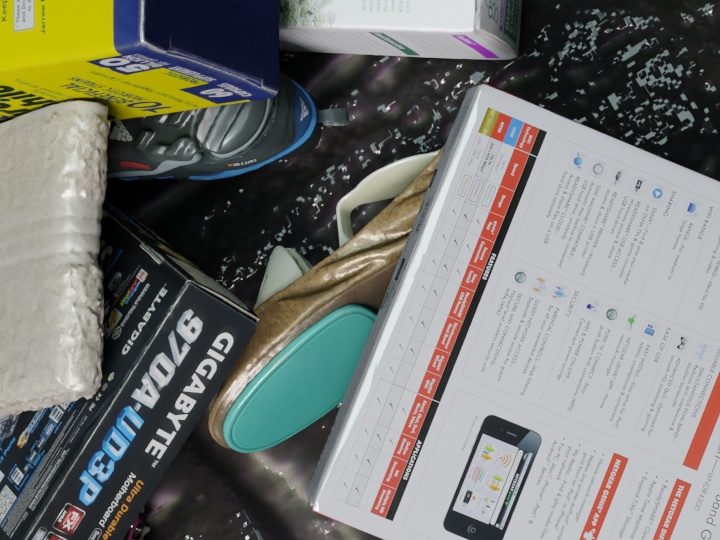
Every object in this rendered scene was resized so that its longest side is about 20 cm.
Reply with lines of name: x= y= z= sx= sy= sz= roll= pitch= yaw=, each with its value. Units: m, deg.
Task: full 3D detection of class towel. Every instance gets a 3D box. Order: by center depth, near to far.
towel: x=-0.176 y=0.006 z=1.142 sx=0.199 sy=0.034 sz=0.134 roll=-13 pitch=74 yaw=48

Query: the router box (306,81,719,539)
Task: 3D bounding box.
router box: x=0.094 y=0.044 z=1.094 sx=0.178 sy=0.049 sz=0.201 roll=23 pitch=90 yaw=-4

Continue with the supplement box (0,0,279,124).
supplement box: x=-0.146 y=-0.126 z=1.100 sx=0.199 sy=0.109 sz=0.110 roll=-6 pitch=79 yaw=30

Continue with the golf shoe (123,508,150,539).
golf shoe: x=-0.169 y=0.183 z=1.177 sx=0.092 sy=0.073 sz=0.201 roll=24 pitch=91 yaw=20

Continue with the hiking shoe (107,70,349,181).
hiking shoe: x=-0.110 y=-0.067 z=1.188 sx=0.199 sy=0.087 sz=0.075 roll=4 pitch=83 yaw=34

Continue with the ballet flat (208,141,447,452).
ballet flat: x=0.000 y=0.000 z=1.158 sx=0.200 sy=0.068 sz=0.072 roll=-41 pitch=54 yaw=8

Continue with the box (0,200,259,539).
box: x=-0.144 y=0.072 z=1.147 sx=0.201 sy=0.046 sz=0.159 roll=-58 pitch=32 yaw=1

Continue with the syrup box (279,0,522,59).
syrup box: x=-0.025 y=-0.146 z=1.169 sx=0.198 sy=0.081 sz=0.079 roll=3 pitch=86 yaw=17
